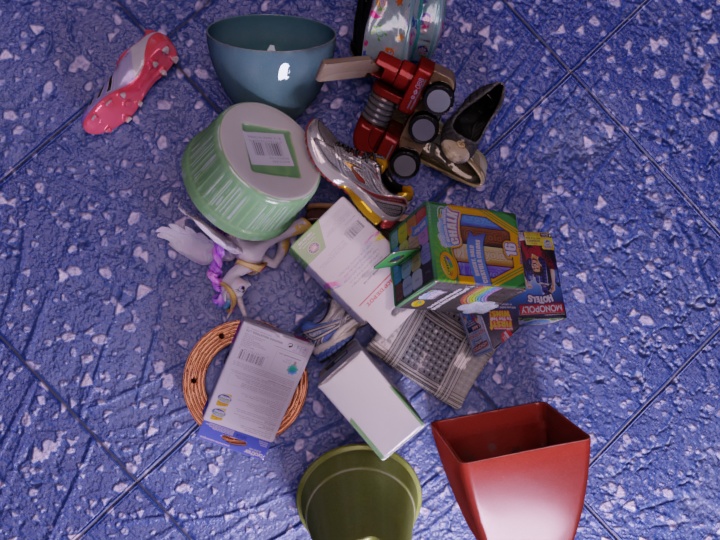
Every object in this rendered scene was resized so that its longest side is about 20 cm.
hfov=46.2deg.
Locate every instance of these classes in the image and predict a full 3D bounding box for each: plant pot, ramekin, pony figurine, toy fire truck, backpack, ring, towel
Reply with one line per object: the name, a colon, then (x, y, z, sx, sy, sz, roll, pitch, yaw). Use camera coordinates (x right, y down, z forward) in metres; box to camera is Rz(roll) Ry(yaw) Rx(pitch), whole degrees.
plant pot: (0.003, 0.389, 1.245, 0.200, 0.190, 0.201, -1, 108, -3)
ramekin: (-0.156, -0.154, 1.265, 0.200, 0.098, 0.200, 20, 52, -28)
pony figurine: (-0.201, -0.049, 1.323, 0.193, 0.167, 0.200, 43, 67, -9)
toy fire truck: (0.026, -0.250, 1.281, 0.200, 0.129, 0.176, 25, 119, -5)
backpack: (0.057, -0.401, 1.352, 0.150, 0.178, 0.200, 15, 78, -2)
ring: (-0.184, 0.179, 1.360, 0.200, 0.019, 0.201, 1, 84, -6)
plant pot: (-0.141, -0.312, 1.335, 0.200, 0.200, 0.135, 0, 122, -6)
plant pot: (0.236, 0.330, 1.314, 0.199, 0.200, 0.177, -9, 98, -7)
towel: (0.137, 0.096, 1.377, 0.192, 0.035, 0.200, 35, 77, -7)

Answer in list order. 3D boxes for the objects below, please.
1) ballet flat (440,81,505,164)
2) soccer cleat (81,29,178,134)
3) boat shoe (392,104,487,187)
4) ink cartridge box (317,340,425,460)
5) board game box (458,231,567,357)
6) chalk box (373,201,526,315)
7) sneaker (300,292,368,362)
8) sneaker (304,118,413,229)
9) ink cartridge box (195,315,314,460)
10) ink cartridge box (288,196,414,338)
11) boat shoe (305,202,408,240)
ballet flat: (0.180, -0.245, 1.371, 0.066, 0.057, 0.200, 36, 52, -7)
soccer cleat: (-0.379, -0.304, 1.363, 0.200, 0.067, 0.076, -48, 60, -2)
boat shoe: (0.119, -0.203, 1.390, 0.200, 0.063, 0.073, 33, 117, -7)
ink cartridge box: (0.012, 0.191, 1.287, 0.087, 0.200, 0.145, -41, 91, -1)
board game box: (0.229, 0.037, 1.368, 0.200, 0.062, 0.200, 2, 72, -24)
chalk box: (0.118, -0.017, 1.226, 0.200, 0.125, 0.124, 7, 67, -25)
sneaker: (-0.013, 0.055, 1.361, 0.200, 0.077, 0.085, -41, 86, -8)
sneaker: (-0.001, -0.158, 1.274, 0.200, 0.078, 0.082, 42, 118, -10)
ink cartridge box: (-0.165, 0.183, 1.310, 0.119, 0.042, 0.200, 22, 94, -16)
ink cartridge box: (0.000, 0.000, 1.296, 0.200, 0.067, 0.117, 46, 78, -1)
boat shoe: (0.007, -0.064, 1.373, 0.199, 0.070, 0.071, 9, 80, -5)
